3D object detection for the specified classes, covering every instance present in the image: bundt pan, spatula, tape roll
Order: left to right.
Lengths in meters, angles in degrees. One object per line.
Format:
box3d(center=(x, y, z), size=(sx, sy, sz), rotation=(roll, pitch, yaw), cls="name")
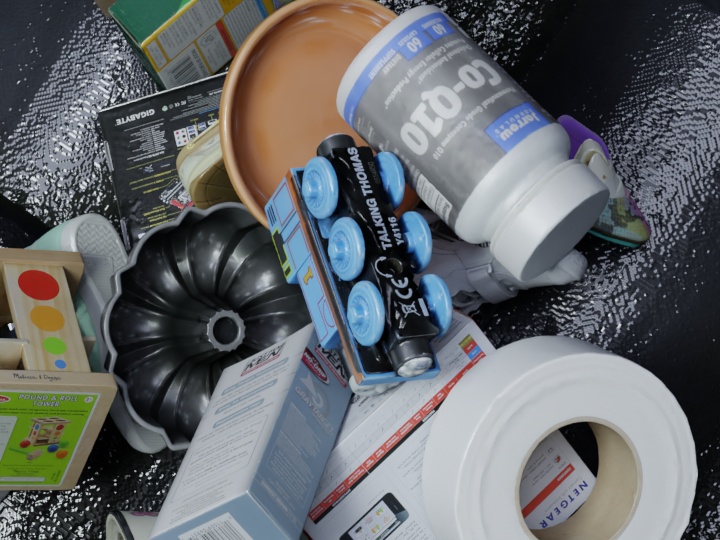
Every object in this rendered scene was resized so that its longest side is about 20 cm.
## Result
box3d(center=(-0.119, 0.048, 1.603), size=(0.200, 0.076, 0.204), rotation=(0, 89, -24), cls="bundt pan")
box3d(center=(0.140, -0.033, 1.649), size=(0.056, 0.021, 0.201), rotation=(32, 83, -6), cls="spatula")
box3d(center=(0.149, 0.154, 1.497), size=(0.200, 0.071, 0.205), rotation=(-4, 100, -21), cls="tape roll")

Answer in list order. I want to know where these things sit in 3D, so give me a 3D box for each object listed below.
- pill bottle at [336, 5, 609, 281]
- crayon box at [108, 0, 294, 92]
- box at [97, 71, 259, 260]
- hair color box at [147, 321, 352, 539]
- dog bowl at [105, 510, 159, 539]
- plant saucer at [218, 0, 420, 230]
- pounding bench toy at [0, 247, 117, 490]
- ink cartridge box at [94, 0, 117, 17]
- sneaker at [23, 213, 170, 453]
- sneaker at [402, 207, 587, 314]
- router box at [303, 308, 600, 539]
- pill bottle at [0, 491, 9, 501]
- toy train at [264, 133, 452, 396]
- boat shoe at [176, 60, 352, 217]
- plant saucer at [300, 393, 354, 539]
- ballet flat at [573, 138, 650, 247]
box3d(center=(0.085, -0.094, 1.508), size=(0.114, 0.114, 0.200), rotation=(-43, 73, -6), cls="pill bottle")
box3d(center=(-0.110, -0.243, 1.705), size=(0.200, 0.126, 0.052), rotation=(-40, 70, -5), cls="crayon box")
box3d(center=(-0.110, -0.084, 1.695), size=(0.198, 0.049, 0.161), rotation=(-17, 73, 3), cls="box")
box3d(center=(-0.075, 0.134, 1.470), size=(0.099, 0.061, 0.201), rotation=(-28, 24, 30), cls="hair color box")
box3d(center=(-0.133, 0.272, 1.514), size=(0.073, 0.200, 0.202), rotation=(-12, 69, -16), cls="dog bowl")
box3d(center=(-0.025, -0.117, 1.583), size=(0.198, 0.037, 0.202), rotation=(-3, 96, -30), cls="plant saucer")
box3d(center=(-0.309, 0.067, 1.534), size=(0.198, 0.125, 0.157), rotation=(3, 45, -28), cls="pounding bench toy")
box3d(center=(-0.161, -0.314, 1.715), size=(0.199, 0.165, 0.076), rotation=(-26, 72, 1), cls="ink cartridge box")
box3d(center=(-0.220, 0.059, 1.667), size=(0.073, 0.118, 0.202), rotation=(-23, 94, -42), cls="sneaker")
box3d(center=(0.085, 0.018, 1.596), size=(0.199, 0.075, 0.116), rotation=(9, 77, 39), cls="sneaker")
box3d(center=(0.055, 0.163, 1.530), size=(0.200, 0.049, 0.180), rotation=(-42, 110, -9), cls="router box")
box3d(center=(-0.373, 0.111, 1.640), size=(0.113, 0.113, 0.200), rotation=(-44, 71, -6), cls="pill bottle")
box3d(center=(0.000, 0.000, 1.483), size=(0.086, 0.114, 0.201), rotation=(-6, 62, -29), cls="toy train")
box3d(center=(-0.065, -0.126, 1.639), size=(0.199, 0.074, 0.066), rotation=(-33, 45, -10), cls="boat shoe")
box3d(center=(0.019, 0.156, 1.601), size=(0.199, 0.039, 0.203), rotation=(-3, 71, 8), cls="plant saucer")
box3d(center=(0.150, -0.078, 1.601), size=(0.198, 0.069, 0.072), rotation=(17, 109, -10), cls="ballet flat")
